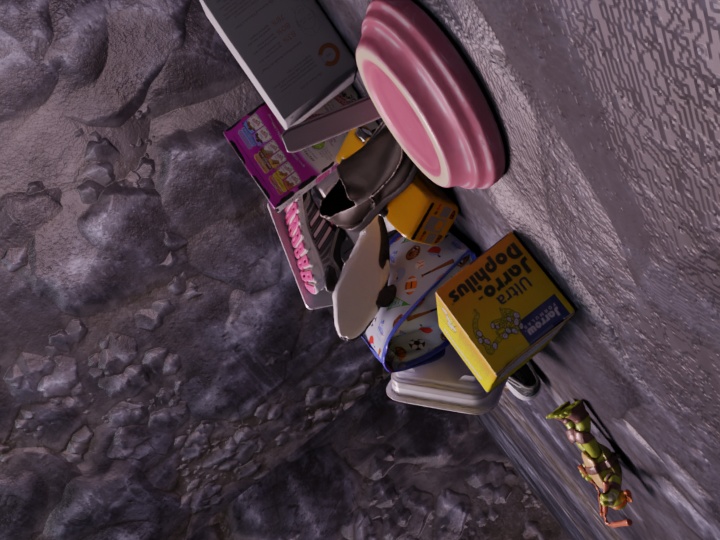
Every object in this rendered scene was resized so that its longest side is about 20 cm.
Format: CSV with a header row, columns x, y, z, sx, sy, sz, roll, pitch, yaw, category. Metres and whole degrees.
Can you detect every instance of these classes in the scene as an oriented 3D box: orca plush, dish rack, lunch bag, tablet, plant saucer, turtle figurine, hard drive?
x,y,z,sx,sy,sz,roll,pitch,yaw,category
0.000,0.000,0.964,0.071,0.102,0.207,67,-160,-80,orca plush
0.140,0.127,0.992,0.200,0.167,0.045,-45,-49,-51,dish rack
0.081,0.040,0.990,0.124,0.200,0.170,47,180,-31,lunch bag
-0.084,-0.033,1.169,0.128,0.014,0.204,-7,-110,-52,tablet
0.056,-0.155,0.625,0.203,0.050,0.201,56,178,4,plant saucer
0.321,0.258,0.904,0.164,0.063,0.200,62,-173,10,turtle figurine
-0.031,-0.182,0.812,0.200,0.129,0.027,-113,1,-77,hard drive

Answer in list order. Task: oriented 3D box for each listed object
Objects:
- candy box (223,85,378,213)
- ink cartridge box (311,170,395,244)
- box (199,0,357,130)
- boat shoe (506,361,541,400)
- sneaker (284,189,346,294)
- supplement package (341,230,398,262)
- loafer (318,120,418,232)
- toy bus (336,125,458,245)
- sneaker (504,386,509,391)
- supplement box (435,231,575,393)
x,y,z,sx,sy,sz,roll,pitch,yaw,category
-0.086,-0.203,0.999,0.138,0.198,0.061,54,177,0,candy box
-0.001,-0.134,1.142,0.130,0.124,0.200,55,178,-22,ink cartridge box
-0.109,-0.311,0.893,0.202,0.123,0.097,55,178,-3,box
0.223,0.122,1.093,0.200,0.072,0.071,43,165,22,boat shoe
-0.070,-0.066,1.118,0.074,0.085,0.205,-39,64,62,sneaker
0.068,0.000,1.259,0.111,0.154,0.201,51,176,36,supplement package
0.008,-0.114,0.823,0.201,0.070,0.074,-54,51,44,loafer
0.044,-0.122,0.909,0.077,0.066,0.201,9,-148,-40,toy bus
0.234,0.142,1.246,0.201,0.071,0.075,52,159,-21,sneaker
0.161,0.058,0.781,0.110,0.108,0.200,53,177,17,supplement box
